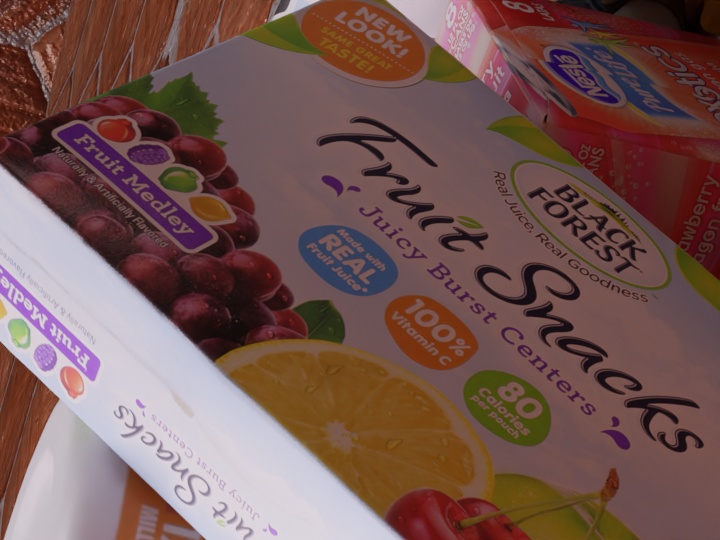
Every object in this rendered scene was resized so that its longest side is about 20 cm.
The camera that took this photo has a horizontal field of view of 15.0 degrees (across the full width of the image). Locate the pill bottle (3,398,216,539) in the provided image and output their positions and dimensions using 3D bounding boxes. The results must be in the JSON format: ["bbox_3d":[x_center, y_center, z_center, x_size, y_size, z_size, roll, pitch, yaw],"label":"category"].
[{"bbox_3d":[0.008,0.103,0.700,0.112,0.200,0.112,-165,90,-78],"label":"pill bottle"}]

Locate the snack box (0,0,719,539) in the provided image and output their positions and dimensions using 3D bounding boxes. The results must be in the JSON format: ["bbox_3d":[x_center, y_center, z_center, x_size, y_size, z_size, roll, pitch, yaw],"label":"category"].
[{"bbox_3d":[0.018,0.024,0.662,0.142,0.200,0.053,-28,-28,-44],"label":"snack box"}]

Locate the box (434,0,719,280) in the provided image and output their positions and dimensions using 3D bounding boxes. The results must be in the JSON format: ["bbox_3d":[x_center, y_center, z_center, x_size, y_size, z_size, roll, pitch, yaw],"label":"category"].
[{"bbox_3d":[0.049,0.028,0.814,0.095,0.102,0.200,-114,39,-56],"label":"box"}]

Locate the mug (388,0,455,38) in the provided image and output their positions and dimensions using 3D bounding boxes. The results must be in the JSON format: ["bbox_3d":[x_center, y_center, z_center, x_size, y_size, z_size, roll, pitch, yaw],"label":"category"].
[{"bbox_3d":[0.037,-0.180,0.791,0.153,0.187,0.149,-34,15,45],"label":"mug"}]

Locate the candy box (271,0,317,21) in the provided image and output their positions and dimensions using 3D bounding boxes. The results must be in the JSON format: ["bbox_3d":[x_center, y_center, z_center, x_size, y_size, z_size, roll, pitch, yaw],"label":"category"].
[{"bbox_3d":[-0.002,-0.062,1.151,0.136,0.061,0.200,-40,-20,-50],"label":"candy box"}]

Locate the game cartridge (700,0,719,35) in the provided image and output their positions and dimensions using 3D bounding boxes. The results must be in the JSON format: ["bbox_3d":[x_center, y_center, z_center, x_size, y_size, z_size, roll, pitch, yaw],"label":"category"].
[{"bbox_3d":[0.153,-0.185,0.815,0.176,0.032,0.200,128,156,-60],"label":"game cartridge"}]

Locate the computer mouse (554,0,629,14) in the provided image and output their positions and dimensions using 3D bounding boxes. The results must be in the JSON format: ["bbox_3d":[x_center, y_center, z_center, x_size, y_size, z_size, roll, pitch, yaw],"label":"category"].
[{"bbox_3d":[0.088,-0.079,0.856,0.200,0.034,0.059,-51,37,43],"label":"computer mouse"}]

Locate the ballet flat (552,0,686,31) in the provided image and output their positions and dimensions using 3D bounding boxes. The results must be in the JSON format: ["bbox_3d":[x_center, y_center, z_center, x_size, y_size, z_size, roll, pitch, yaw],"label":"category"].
[{"bbox_3d":[0.072,-0.046,0.949,0.200,0.068,0.072,-65,35,37],"label":"ballet flat"}]
